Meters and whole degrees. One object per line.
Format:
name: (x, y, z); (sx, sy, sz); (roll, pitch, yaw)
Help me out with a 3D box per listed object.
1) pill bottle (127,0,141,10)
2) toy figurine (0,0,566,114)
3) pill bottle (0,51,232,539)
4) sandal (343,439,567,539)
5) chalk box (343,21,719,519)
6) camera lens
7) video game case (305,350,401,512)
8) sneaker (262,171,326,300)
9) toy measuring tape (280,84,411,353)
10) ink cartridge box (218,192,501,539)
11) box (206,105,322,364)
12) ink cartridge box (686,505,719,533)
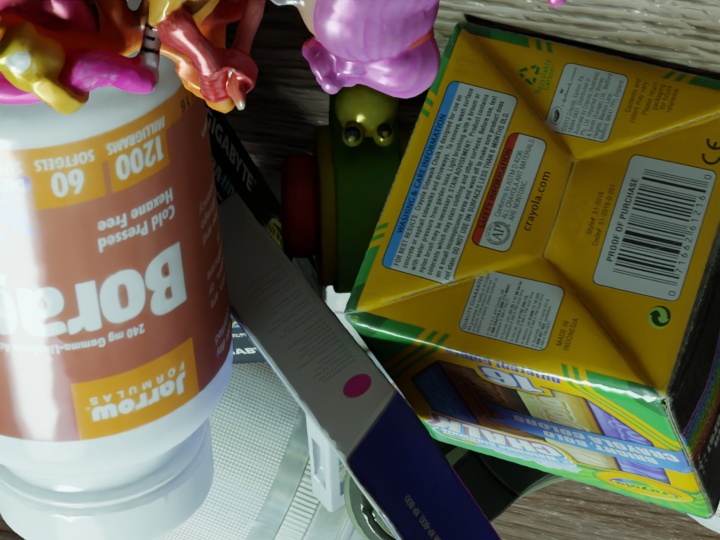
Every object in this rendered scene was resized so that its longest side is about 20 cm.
pill bottle: (-0.155, -0.127, 0.803); (0.200, 0.112, 0.111); (13, 164, 25)
toy figurine: (-0.029, -0.098, 0.671); (0.184, 0.150, 0.200); (11, 123, -9)
pill bottle: (-0.104, 0.000, 0.888); (0.112, 0.112, 0.200); (13, 129, 24)
sandal: (0.071, 0.070, 1.140); (0.201, 0.080, 0.057); (-19, -178, -28)
chalk box: (0.090, 0.011, 0.953); (0.124, 0.125, 0.200); (15, 163, 18)
camera lens: (-0.084, 0.101, 1.431); (0.200, 0.160, 0.160); (23, 165, -11)
video game case: (0.036, 0.044, 1.134); (0.018, 0.143, 0.200); (49, 170, 12)
sneaker: (-0.063, -0.004, 1.200); (0.082, 0.074, 0.200); (17, 163, 5)
toy measuring tape: (0.000, 0.000, 1.019); (0.073, 0.074, 0.200); (17, 140, 12)
ink cartridge box: (-0.001, 0.055, 0.918); (0.095, 0.037, 0.200); (56, 178, -38)
box: (-0.134, -0.012, 1.062); (0.200, 0.046, 0.159); (-4, 148, 19)
ink cartridge box: (0.240, 0.085, 1.101); (0.146, 0.083, 0.200); (31, 161, -38)
